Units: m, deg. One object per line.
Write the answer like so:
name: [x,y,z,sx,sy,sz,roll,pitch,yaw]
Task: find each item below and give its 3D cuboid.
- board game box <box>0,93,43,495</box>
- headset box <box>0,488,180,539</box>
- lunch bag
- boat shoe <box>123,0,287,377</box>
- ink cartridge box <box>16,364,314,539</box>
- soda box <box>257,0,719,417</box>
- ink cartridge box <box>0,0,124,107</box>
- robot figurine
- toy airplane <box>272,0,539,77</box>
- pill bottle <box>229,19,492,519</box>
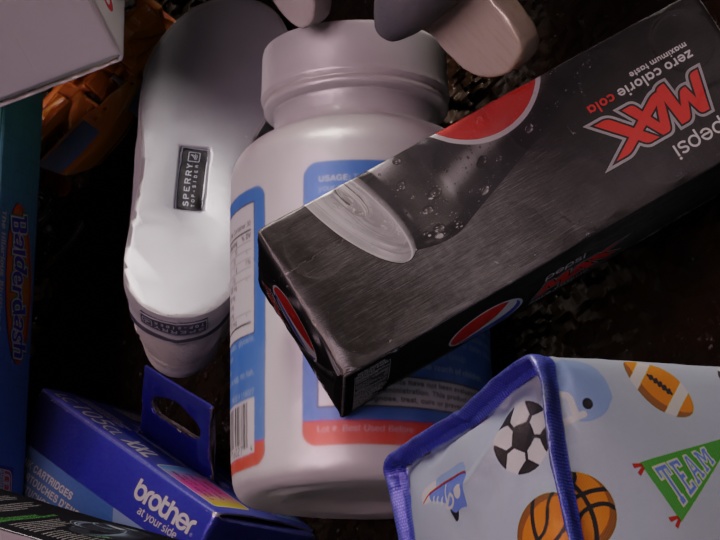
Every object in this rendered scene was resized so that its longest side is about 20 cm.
board game box: [-0.230,0.011,0.973,0.152,0.045,0.200,-1,79,16]
headset box: [-0.152,0.184,0.859,0.200,0.093,0.174,14,91,17]
lunch bag: [0.113,0.143,0.713,0.124,0.170,0.200,-44,52,49]
boat shoe: [-0.072,-0.039,0.978,0.071,0.070,0.200,6,54,-1]
ink cartridge box: [-0.112,0.147,0.958,0.136,0.076,0.200,28,93,39]
soda box: [0.060,-0.026,0.807,0.200,0.063,0.071,-29,77,-11]
ink cartridge box: [-0.172,-0.191,0.951,0.084,0.145,0.200,-18,38,9]
robot figurine: [-0.187,-0.073,1.042,0.145,0.058,0.200,38,81,21]
toy airplane: [-0.020,-0.181,0.806,0.200,0.141,0.200,8,103,25]
pill bottle: [0.000,0.000,0.887,0.112,0.112,0.200,-11,71,35]
